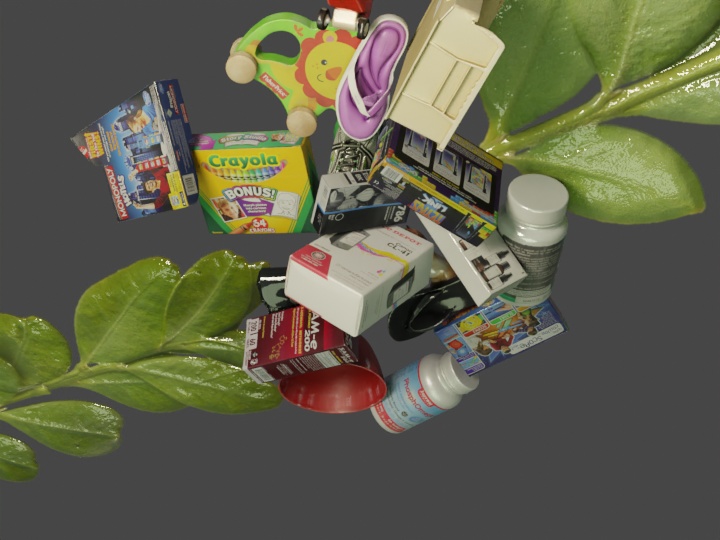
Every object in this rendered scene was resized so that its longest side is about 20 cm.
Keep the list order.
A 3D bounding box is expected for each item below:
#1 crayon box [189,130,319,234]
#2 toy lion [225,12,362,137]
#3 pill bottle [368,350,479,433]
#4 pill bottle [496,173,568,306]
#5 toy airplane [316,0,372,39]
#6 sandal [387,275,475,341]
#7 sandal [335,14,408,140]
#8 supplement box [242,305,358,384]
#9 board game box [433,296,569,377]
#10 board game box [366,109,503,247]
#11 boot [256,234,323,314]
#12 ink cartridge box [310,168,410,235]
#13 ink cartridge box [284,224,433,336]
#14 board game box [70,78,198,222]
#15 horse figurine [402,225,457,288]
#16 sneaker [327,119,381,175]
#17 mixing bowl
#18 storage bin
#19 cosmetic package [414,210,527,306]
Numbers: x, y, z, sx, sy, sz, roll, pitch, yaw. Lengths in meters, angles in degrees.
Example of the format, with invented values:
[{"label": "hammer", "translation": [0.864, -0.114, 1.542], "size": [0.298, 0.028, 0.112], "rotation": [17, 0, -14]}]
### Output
[{"label": "crayon box", "translation": [-0.171, -0.144, 1.733], "size": [0.200, 0.058, 0.173], "rotation": [-1, 131, 14]}, {"label": "toy lion", "translation": [-0.070, -0.308, 1.565], "size": [0.200, 0.069, 0.192], "rotation": [40, 121, -23]}, {"label": "pill bottle", "translation": [0.120, 0.222, 1.964], "size": [0.200, 0.109, 0.109], "rotation": [-32, 118, 34]}, {"label": "pill bottle", "translation": [0.269, -0.048, 1.683], "size": [0.113, 0.113, 0.200], "rotation": [9, 134, 5]}, {"label": "toy airplane", "translation": [-0.018, -0.416, 1.397], "size": [0.200, 0.141, 0.199], "rotation": [27, 165, -30]}, {"label": "sandal", "translation": [0.126, 0.063, 1.789], "size": [0.200, 0.043, 0.076], "rotation": [-32, 115, 23]}, {"label": "sandal", "translation": [0.014, -0.275, 1.530], "size": [0.082, 0.050, 0.203], "rotation": [9, 124, -11]}, {"label": "supplement box", "translation": [-0.103, 0.121, 1.838], "size": [0.200, 0.109, 0.061], "rotation": [-15, 141, 19]}, {"label": "board game box", "translation": [0.245, 0.097, 1.837], "size": [0.200, 0.034, 0.135], "rotation": [-27, 127, 16]}, {"label": "board game box", "translation": [0.117, -0.149, 1.590], "size": [0.200, 0.165, 0.057], "rotation": [30, 130, -14]}, {"label": "boot", "translation": [-0.102, 0.009, 1.843], "size": [0.168, 0.076, 0.200], "rotation": [-1, 137, 9]}, {"label": "ink cartridge box", "translation": [0.025, -0.114, 1.657], "size": [0.200, 0.039, 0.100], "rotation": [-11, 138, -26]}, {"label": "ink cartridge box", "translation": [0.000, 0.000, 1.665], "size": [0.148, 0.200, 0.086], "rotation": [28, 130, 25]}, {"label": "board game box", "translation": [-0.363, -0.187, 1.692], "size": [0.200, 0.062, 0.200], "rotation": [-9, 99, 30]}, {"label": "horse figurine", "translation": [0.111, 0.001, 1.808], "size": [0.200, 0.050, 0.132], "rotation": [39, 133, -20]}, {"label": "sneaker", "translation": [-0.015, -0.163, 1.663], "size": [0.078, 0.085, 0.200], "rotation": [12, 132, 2]}, {"label": "mixing bowl", "translation": [-0.049, 0.173, 1.946], "size": [0.200, 0.108, 0.200], "rotation": [2, 145, 1]}, {"label": "storage bin", "translation": [0.127, -0.307, 1.422], "size": [0.094, 0.200, 0.199], "rotation": [25, 132, -7]}, {"label": "cosmetic package", "translation": [0.169, -0.050, 1.645], "size": [0.200, 0.082, 0.051], "rotation": [57, 149, 13]}]
